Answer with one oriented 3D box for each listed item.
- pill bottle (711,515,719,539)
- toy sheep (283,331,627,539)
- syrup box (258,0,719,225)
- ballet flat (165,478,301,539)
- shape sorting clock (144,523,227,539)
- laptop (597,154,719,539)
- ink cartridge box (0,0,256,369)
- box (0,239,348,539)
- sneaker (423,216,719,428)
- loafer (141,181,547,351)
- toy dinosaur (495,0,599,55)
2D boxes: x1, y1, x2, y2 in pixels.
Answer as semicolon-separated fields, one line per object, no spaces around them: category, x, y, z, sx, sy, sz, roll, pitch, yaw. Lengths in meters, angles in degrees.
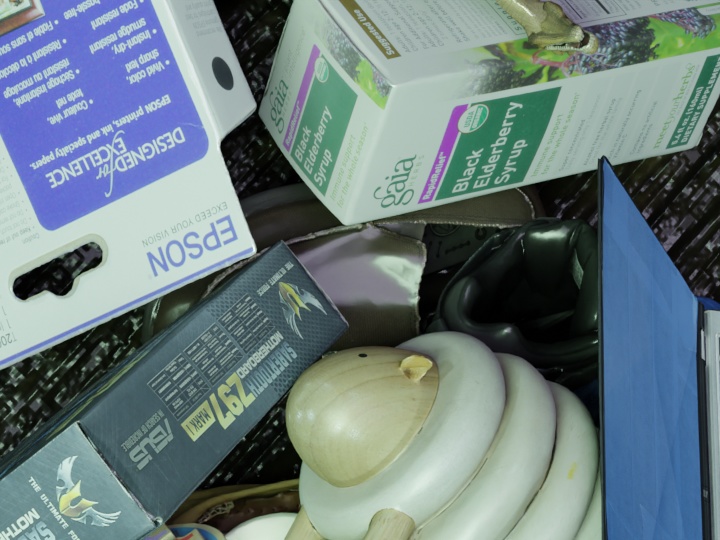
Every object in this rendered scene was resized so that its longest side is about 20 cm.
pill bottle;0.165;0.146;1.132;0.199;0.120;0.120;-15;86;-20
toy sheep;0.044;0.101;1.009;0.200;0.138;0.138;45;70;-29
syrup box;0.063;-0.089;1.121;0.199;0.079;0.082;-14;50;-33
ballet flat;0.000;0.116;1.113;0.199;0.063;0.069;-9;85;-19
shape sorting clock;-0.132;0.161;0.992;0.200;0.200;0.039;-36;106;-19
laptop;0.178;0.074;1.039;0.199;0.116;0.188;7;59;-7
ink cartridge box;-0.139;-0.070;1.038;0.043;0.197;0.201;-18;87;-56
box;-0.103;0.078;0.989;0.051;0.158;0.200;50;27;-3
sneaker;0.104;0.026;1.116;0.199;0.112;0.077;-11;53;-32
loafer;0.000;0.000;1.114;0.199;0.071;0.073;-25;133;-21
toy dinosaur;0.036;-0.164;1.086;0.101;0.058;0.201;22;41;-46
